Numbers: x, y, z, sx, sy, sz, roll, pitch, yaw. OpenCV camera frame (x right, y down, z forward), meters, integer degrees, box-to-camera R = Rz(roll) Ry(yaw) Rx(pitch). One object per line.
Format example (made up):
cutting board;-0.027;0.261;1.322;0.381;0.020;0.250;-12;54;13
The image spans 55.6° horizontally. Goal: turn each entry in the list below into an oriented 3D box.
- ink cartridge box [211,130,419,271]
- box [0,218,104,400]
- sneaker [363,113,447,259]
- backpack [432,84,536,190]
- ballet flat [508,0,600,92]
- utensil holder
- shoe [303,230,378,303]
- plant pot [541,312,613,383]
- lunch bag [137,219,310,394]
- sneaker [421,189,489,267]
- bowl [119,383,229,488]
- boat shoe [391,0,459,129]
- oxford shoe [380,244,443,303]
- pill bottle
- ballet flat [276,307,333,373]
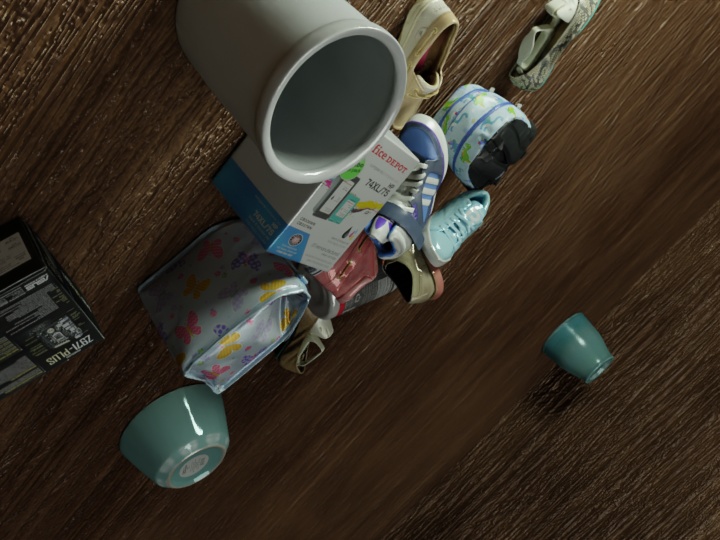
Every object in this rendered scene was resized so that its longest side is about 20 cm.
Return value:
ink cartridge box;-0.057;-0.131;0.893;0.200;0.146;0.146;-49;150;13
box;-0.424;0.063;0.775;0.199;0.086;0.165;-33;150;-15
sneaker;0.061;-0.108;0.995;0.147;0.080;0.202;-52;157;-39
backpack;0.194;-0.214;1.102;0.163;0.154;0.200;-43;180;18
ballet flat;0.305;-0.380;1.088;0.075;0.068;0.201;9;127;-35
utensil holder;-0.077;-0.218;0.699;0.169;0.200;0.171;-30;150;-20
shoe;0.000;-0.046;1.080;0.091;0.071;0.201;48;65;-22
plant pot;0.781;0.288;2.419;0.199;0.188;0.201;-29;149;-19
lunch bag;-0.179;0.041;0.954;0.200;0.170;0.127;-41;150;-1
sneaker;0.160;-0.083;1.120;0.082;0.074;0.200;-31;-164;39
bowl;-0.314;0.310;1.221;0.199;0.105;0.202;-30;149;-21
boat shoe;0.080;-0.272;0.946;0.073;0.069;0.201;-21;146;-34
oxford shoe;0.060;-0.038;1.105;0.074;0.201;0.071;-15;157;-40
pill bottle;0.000;0.000;1.174;0.198;0.111;0.111;-22;146;-31
ballet flat;-0.092;0.117;1.253;0.068;0.072;0.201;-41;162;-57
